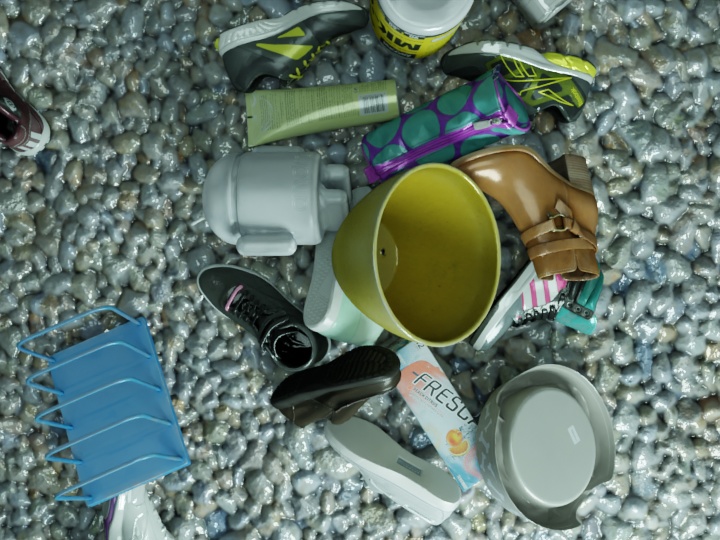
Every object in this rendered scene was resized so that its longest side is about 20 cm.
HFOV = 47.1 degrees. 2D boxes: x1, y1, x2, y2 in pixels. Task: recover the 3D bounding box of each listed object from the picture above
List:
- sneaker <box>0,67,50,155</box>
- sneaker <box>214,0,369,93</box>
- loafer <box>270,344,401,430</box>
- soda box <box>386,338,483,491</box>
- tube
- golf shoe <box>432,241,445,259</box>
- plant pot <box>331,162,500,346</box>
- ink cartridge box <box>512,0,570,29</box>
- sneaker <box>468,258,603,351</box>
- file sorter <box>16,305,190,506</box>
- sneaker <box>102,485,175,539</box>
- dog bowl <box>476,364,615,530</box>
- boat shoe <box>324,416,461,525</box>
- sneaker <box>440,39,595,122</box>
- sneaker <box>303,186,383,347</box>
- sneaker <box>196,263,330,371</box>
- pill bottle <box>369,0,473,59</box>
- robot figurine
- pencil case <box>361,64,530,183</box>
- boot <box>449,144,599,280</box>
[{"bbox_3d":[-0.475,-0.225,1.008,0.199,0.116,0.076,40,92,-4],"label":"sneaker"},{"bbox_3d":[-0.081,-0.280,1.042,0.197,0.074,0.086,-14,96,8],"label":"sneaker"},{"bbox_3d":[-0.022,0.152,1.043,0.198,0.073,0.072,-20,114,36],"label":"loafer"},{"bbox_3d":[0.101,0.179,1.070,0.063,0.068,0.201,-33,93,0],"label":"soda box"},{"bbox_3d":[-0.049,-0.208,1.057,0.197,0.058,0.052,-7,125,2],"label":"tube"},{"bbox_3d":[0.115,-0.024,1.066,0.087,0.077,0.203,-8,88,19],"label":"golf shoe"},{"bbox_3d":[0.046,-0.016,0.966,0.198,0.141,0.203,2,87,-39],"label":"plant pot"},{"bbox_3d":[0.220,-0.431,1.029,0.145,0.085,0.201,-38,92,1],"label":"ink cartridge box"},{"bbox_3d":[0.241,0.051,1.064,0.120,0.084,0.200,41,91,6],"label":"sneaker"},{"bbox_3d":[-0.316,0.162,1.003,0.137,0.123,0.202,-22,72,0],"label":"file sorter"},{"bbox_3d":[-0.287,0.335,1.082,0.098,0.075,0.203,2,91,-25],"label":"sneaker"},{"bbox_3d":[0.231,0.221,1.043,0.198,0.058,0.203,7,77,-29],"label":"dog bowl"},{"bbox_3d":[0.034,0.263,1.079,0.198,0.072,0.069,27,120,1],"label":"boat shoe"},{"bbox_3d":[0.197,-0.235,1.038,0.197,0.074,0.086,8,94,-2],"label":"sneaker"},{"bbox_3d":[0.000,0.000,1.070,0.118,0.073,0.203,32,67,-41],"label":"sneaker"},{"bbox_3d":[-0.125,0.056,1.043,0.199,0.099,0.071,34,94,-2],"label":"sneaker"},{"bbox_3d":[0.067,-0.316,0.974,0.112,0.200,0.116,0,93,-2],"label":"pill bottle"},{"bbox_3d":[-0.110,-0.089,1.023,0.197,0.114,0.171,-1,51,4],"label":"robot figurine"},{"bbox_3d":[0.100,-0.168,1.007,0.198,0.093,0.086,-23,112,26],"label":"pencil case"},{"bbox_3d":[0.201,-0.063,1.000,0.197,0.077,0.158,4,74,-25],"label":"boot"}]
